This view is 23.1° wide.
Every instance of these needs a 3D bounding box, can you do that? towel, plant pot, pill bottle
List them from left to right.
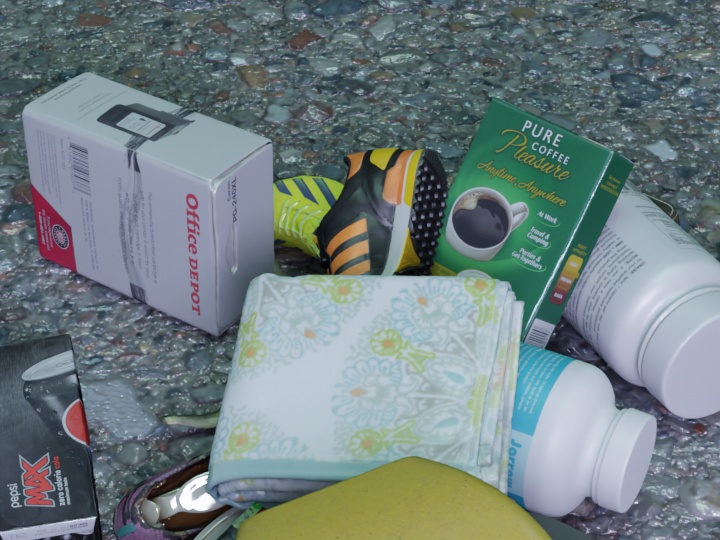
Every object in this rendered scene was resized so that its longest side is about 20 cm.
[{"bbox_3d":[0.006,0.081,1.169,0.199,0.048,0.172,1,51,13],"label":"towel"},{"bbox_3d":[0.022,0.221,0.967,0.193,0.196,0.200,-19,47,-13],"label":"plant pot"},{"bbox_3d":[0.101,0.104,1.229,0.199,0.111,0.111,17,40,23],"label":"pill bottle"},{"bbox_3d":[0.214,0.016,1.343,0.113,0.114,0.200,-16,39,-20],"label":"pill bottle"}]

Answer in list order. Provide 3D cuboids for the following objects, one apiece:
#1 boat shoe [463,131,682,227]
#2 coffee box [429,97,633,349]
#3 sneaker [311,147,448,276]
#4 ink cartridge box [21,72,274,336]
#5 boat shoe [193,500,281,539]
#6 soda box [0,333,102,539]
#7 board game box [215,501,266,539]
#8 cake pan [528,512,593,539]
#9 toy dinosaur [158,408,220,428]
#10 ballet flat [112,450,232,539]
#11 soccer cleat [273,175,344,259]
[{"bbox_3d":[0.177,-0.068,1.491,0.199,0.073,0.072,14,39,19],"label":"boat shoe"},{"bbox_3d":[0.112,-0.018,1.333,0.123,0.201,0.044,27,5,37],"label":"coffee box"},{"bbox_3d":[0.000,0.000,1.323,0.090,0.070,0.201,6,68,29],"label":"sneaker"},{"bbox_3d":[-0.167,-0.056,1.417,0.199,0.146,0.083,22,40,28],"label":"ink cartridge box"},{"bbox_3d":[-0.030,0.174,1.173,0.199,0.062,0.075,-31,59,-15],"label":"boat shoe"},{"bbox_3d":[-0.224,0.132,1.236,0.070,0.064,0.200,-8,38,-10],"label":"soda box"},{"bbox_3d":[-0.097,0.240,1.077,0.105,0.024,0.200,33,63,28],"label":"board game box"},{"bbox_3d":[0.090,0.225,1.128,0.199,0.037,0.201,0,36,0],"label":"cake pan"},{"bbox_3d":[-0.048,0.080,1.324,0.088,0.048,0.200,26,49,36],"label":"toy dinosaur"},{"bbox_3d":[-0.076,0.140,1.211,0.199,0.069,0.071,-23,-2,-25],"label":"ballet flat"},{"bbox_3d":[-0.025,-0.033,1.428,0.199,0.065,0.083,16,23,37],"label":"soccer cleat"}]
